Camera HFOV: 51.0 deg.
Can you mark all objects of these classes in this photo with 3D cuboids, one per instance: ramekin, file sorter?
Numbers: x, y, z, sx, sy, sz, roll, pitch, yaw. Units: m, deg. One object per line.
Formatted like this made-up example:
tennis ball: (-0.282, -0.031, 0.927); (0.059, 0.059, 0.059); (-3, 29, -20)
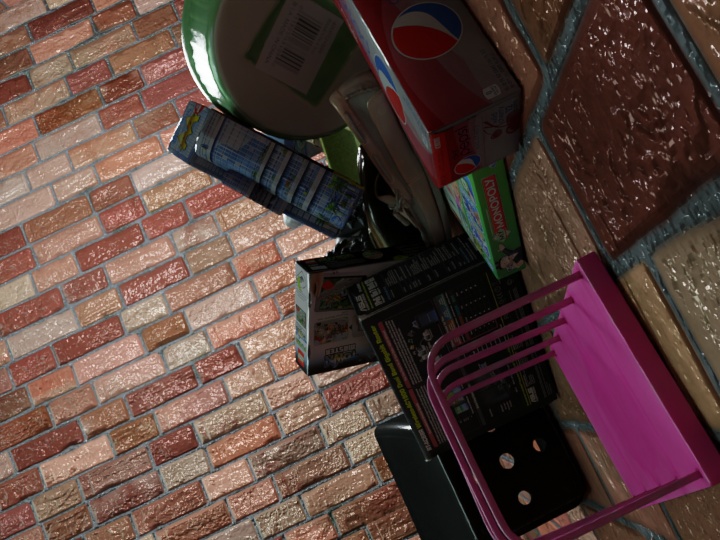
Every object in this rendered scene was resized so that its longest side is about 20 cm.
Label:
ramekin: (-0.064, -0.221, 0.719); (0.201, 0.199, 0.098); (65, 172, -29)
file sorter: (0.123, 0.107, 0.501); (0.200, 0.125, 0.140); (66, 180, -67)

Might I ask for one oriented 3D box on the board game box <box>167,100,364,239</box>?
board game box: (-0.100, -0.101, 0.741); (0.199, 0.062, 0.200); (26, -175, -4)

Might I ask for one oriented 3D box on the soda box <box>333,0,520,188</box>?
soda box: (0.034, -0.159, 0.510); (0.070, 0.063, 0.201); (65, 179, -63)

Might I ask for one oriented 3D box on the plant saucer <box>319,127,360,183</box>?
plant saucer: (0.039, -0.092, 0.911); (0.199, 0.048, 0.201); (32, 149, 47)

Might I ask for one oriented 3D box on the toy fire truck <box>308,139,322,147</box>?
toy fire truck: (-0.038, -0.210, 0.985); (0.049, 0.141, 0.201); (26, 146, 29)

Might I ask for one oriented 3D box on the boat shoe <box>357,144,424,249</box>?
boat shoe: (0.036, -0.050, 0.810); (0.074, 0.075, 0.201); (30, 147, 53)

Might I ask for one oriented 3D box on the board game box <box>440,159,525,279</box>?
board game box: (0.078, -0.104, 0.656); (0.200, 0.029, 0.135); (-115, 0, -46)

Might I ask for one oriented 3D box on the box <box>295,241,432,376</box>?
box: (0.031, 0.033, 0.761); (0.035, 0.199, 0.111); (38, 131, 55)

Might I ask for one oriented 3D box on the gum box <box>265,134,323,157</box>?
gum box: (-0.076, -0.249, 1.056); (0.200, 0.044, 0.171); (-48, -38, -65)

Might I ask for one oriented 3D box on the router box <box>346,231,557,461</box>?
router box: (0.092, 0.073, 0.733); (0.062, 0.149, 0.201); (-116, 1, -58)

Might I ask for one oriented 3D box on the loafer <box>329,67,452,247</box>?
loafer: (0.030, -0.097, 0.705); (0.072, 0.063, 0.201); (-117, 1, -52)

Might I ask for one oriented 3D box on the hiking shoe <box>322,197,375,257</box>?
hiking shoe: (0.000, 0.000, 0.864); (0.087, 0.074, 0.201); (58, -150, -36)

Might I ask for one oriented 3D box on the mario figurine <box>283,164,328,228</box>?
mario figurine: (-0.074, -0.108, 1.095); (0.200, 0.124, 0.106); (32, 169, 38)

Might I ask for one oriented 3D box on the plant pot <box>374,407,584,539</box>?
plant pot: (0.151, 0.233, 0.900); (0.178, 0.199, 0.201); (108, 139, -74)
